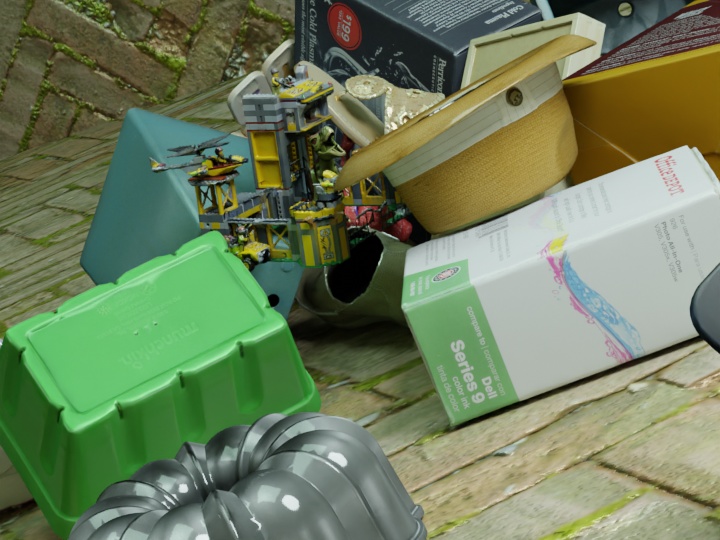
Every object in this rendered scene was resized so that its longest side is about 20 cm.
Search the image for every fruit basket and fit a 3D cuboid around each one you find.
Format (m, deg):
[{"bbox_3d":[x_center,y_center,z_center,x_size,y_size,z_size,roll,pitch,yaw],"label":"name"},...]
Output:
[{"bbox_3d":[-0.145,0.088,1.367,0.215,0.156,0.216,-28,-30,-18],"label":"fruit basket"}]

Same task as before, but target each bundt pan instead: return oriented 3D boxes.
[{"bbox_3d":[-0.070,0.136,1.068,0.201,0.076,0.202,-21,12,5],"label":"bundt pan"}]

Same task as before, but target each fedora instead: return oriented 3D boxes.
[{"bbox_3d":[0.081,-0.079,1.340,0.200,0.082,0.201,-29,5,3],"label":"fedora"}]

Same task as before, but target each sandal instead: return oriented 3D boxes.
[{"bbox_3d":[0.047,-0.103,1.571,0.070,0.212,0.078,-42,4,19],"label":"sandal"}]

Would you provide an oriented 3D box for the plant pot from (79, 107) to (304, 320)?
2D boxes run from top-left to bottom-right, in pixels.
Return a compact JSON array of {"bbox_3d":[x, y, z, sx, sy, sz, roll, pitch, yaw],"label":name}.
[{"bbox_3d":[-0.118,-0.019,1.605,0.140,0.142,0.200,14,15,-22],"label":"plant pot"}]

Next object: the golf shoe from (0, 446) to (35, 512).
[{"bbox_3d":[-0.308,0.139,1.436,0.199,0.092,0.075,-23,33,2],"label":"golf shoe"}]

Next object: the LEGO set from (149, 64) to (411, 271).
[{"bbox_3d":[-0.038,-0.083,1.464,0.153,0.117,0.200,5,21,38],"label":"LEGO set"}]

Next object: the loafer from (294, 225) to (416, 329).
[{"bbox_3d":[0.000,0.000,1.514,0.200,0.068,0.076,0,64,60],"label":"loafer"}]

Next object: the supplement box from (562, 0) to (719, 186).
[{"bbox_3d":[0.274,-0.113,1.413,0.197,0.134,0.200,-9,17,48],"label":"supplement box"}]

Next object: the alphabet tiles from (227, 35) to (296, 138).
[{"bbox_3d":[-0.048,-0.138,1.771,0.200,0.015,0.196,-45,-24,-11],"label":"alphabet tiles"}]

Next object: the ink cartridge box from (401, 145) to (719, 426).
[{"bbox_3d":[0.132,0.005,1.255,0.199,0.088,0.145,-22,12,8],"label":"ink cartridge box"}]

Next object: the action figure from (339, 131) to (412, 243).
[{"bbox_3d":[-0.004,-0.055,1.643,0.065,0.100,0.200,7,-11,-18],"label":"action figure"}]

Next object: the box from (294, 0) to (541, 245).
[{"bbox_3d":[0.042,-0.147,1.675,0.182,0.201,0.104,32,47,34],"label":"box"}]

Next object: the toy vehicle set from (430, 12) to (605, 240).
[{"bbox_3d":[0.109,-0.080,1.485,0.026,0.201,0.124,20,-14,-33],"label":"toy vehicle set"}]

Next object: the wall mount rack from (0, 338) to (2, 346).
[{"bbox_3d":[-0.255,0.085,1.645,0.173,0.075,0.200,-16,12,27],"label":"wall mount rack"}]

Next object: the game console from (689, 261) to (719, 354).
[{"bbox_3d":[0.266,-0.004,0.836,0.200,0.118,0.171,-46,17,-14],"label":"game console"}]

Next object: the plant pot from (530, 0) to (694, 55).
[{"bbox_3d":[0.249,-0.194,1.724,0.195,0.197,0.200,-22,2,-1],"label":"plant pot"}]
